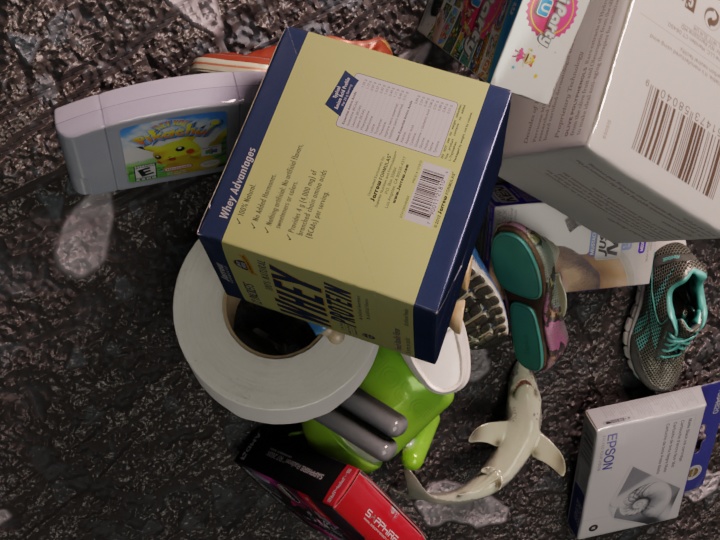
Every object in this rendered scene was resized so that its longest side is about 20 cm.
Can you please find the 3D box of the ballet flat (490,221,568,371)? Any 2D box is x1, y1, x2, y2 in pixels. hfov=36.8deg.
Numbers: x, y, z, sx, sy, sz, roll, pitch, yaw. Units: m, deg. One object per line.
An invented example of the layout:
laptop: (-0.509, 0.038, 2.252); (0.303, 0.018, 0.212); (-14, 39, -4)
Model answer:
ballet flat: (0.178, 0.015, 1.105); (0.071, 0.068, 0.202); (-43, 134, -28)

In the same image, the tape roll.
tape roll: (-0.076, 0.039, 1.029); (0.199, 0.205, 0.071); (-21, 163, -7)

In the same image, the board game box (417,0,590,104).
board game box: (0.131, -0.250, 0.953); (0.063, 0.200, 0.150); (13, 110, -22)

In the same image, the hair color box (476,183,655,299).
hair color box: (0.219, -0.037, 1.161); (0.196, 0.065, 0.111); (-5, 117, -14)

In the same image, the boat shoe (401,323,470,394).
boat shoe: (0.054, 0.030, 1.031); (0.070, 0.069, 0.203); (-20, 98, 5)

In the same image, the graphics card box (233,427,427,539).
graphics card box: (-0.035, 0.237, 1.133); (0.051, 0.199, 0.126); (-52, 122, -18)

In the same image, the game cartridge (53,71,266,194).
game cartridge: (-0.168, -0.124, 0.968); (0.196, 0.041, 0.134); (-12, 157, -11)

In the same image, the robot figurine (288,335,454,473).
robot figurine: (0.019, 0.132, 1.141); (0.200, 0.116, 0.175); (-43, 108, 13)

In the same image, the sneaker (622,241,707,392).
sneaker: (0.352, 0.060, 1.232); (0.076, 0.091, 0.203); (-11, 117, -11)

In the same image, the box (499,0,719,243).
box: (0.253, -0.154, 1.019); (0.197, 0.170, 0.203); (25, 77, -26)

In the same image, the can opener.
can opener: (-0.048, 0.123, 1.071); (0.198, 0.066, 0.053); (29, 104, 16)

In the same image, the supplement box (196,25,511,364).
supplement box: (0.001, -0.061, 0.900); (0.196, 0.135, 0.203); (18, 71, 10)

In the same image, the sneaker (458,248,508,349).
sneaker: (0.098, -0.013, 1.105); (0.078, 0.089, 0.202); (-21, 104, 30)

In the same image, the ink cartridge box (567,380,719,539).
ink cartridge box: (0.358, 0.233, 1.324); (0.196, 0.041, 0.202); (-11, 129, -12)

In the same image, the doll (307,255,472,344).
doll: (0.000, 0.000, 0.978); (0.196, 0.048, 0.139); (9, 85, 7)

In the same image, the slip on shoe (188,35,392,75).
slip on shoe: (-0.060, -0.187, 1.007); (0.196, 0.062, 0.074); (-2, 161, -6)

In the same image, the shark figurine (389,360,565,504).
shark figurine: (0.147, 0.223, 1.257); (0.214, 0.090, 0.129); (-41, 86, -4)
